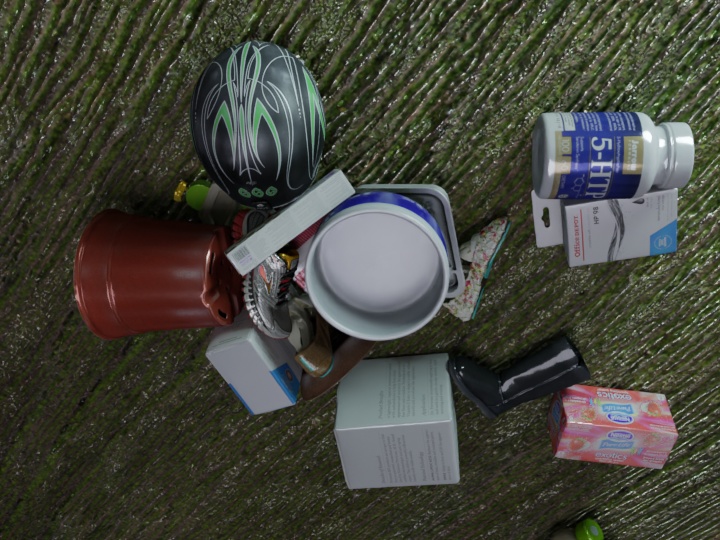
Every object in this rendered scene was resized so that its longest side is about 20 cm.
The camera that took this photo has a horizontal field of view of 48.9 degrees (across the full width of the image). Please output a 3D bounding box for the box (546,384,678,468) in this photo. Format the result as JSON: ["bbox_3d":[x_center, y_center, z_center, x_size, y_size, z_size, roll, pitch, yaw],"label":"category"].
[{"bbox_3d":[0.448,0.279,1.421,0.199,0.103,0.095,7,127,-1],"label":"box"}]

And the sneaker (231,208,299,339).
[{"bbox_3d":[-0.129,0.006,1.163,0.082,0.078,0.201,-6,105,19],"label":"sneaker"}]

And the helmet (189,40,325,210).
[{"bbox_3d":[-0.137,-0.201,1.062,0.199,0.201,0.191,-2,143,5],"label":"helmet"}]

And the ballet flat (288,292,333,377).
[{"bbox_3d":[-0.087,0.084,1.245,0.072,0.200,0.068,34,118,-28],"label":"ballet flat"}]

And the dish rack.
[{"bbox_3d":[0.074,-0.051,1.215,0.171,0.044,0.200,4,129,26],"label":"dish rack"}]

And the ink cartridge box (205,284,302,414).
[{"bbox_3d":[-0.155,0.104,1.267,0.086,0.200,0.147,-19,123,18],"label":"ink cartridge box"}]

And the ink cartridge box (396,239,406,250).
[{"bbox_3d":[0.000,0.000,1.237,0.199,0.048,0.146,0,127,26],"label":"ink cartridge box"}]

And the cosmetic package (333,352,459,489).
[{"bbox_3d":[0.067,0.265,1.395,0.199,0.165,0.165,-5,126,8],"label":"cosmetic package"}]

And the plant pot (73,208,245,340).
[{"bbox_3d":[-0.285,0.006,1.184,0.194,0.201,0.201,0,127,16],"label":"plant pot"}]

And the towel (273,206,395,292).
[{"bbox_3d":[-0.060,-0.024,1.192,0.200,0.023,0.144,44,127,-11],"label":"towel"}]

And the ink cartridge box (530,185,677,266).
[{"bbox_3d":[0.364,-0.075,1.187,0.199,0.067,0.116,-9,126,10],"label":"ink cartridge box"}]

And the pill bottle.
[{"bbox_3d":[0.345,-0.159,1.095,0.199,0.120,0.120,0,126,3],"label":"pill bottle"}]

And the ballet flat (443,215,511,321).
[{"bbox_3d":[0.177,-0.004,1.251,0.064,0.076,0.201,21,123,7],"label":"ballet flat"}]

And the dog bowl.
[{"bbox_3d":[0.025,-0.007,1.116,0.199,0.079,0.201,2,114,4],"label":"dog bowl"}]

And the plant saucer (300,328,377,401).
[{"bbox_3d":[-0.033,0.127,1.287,0.200,0.200,0.037,-39,99,27],"label":"plant saucer"}]

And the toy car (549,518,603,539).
[{"bbox_3d":[0.500,0.617,1.673,0.199,0.158,0.164,7,137,-39],"label":"toy car"}]

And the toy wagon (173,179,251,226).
[{"bbox_3d":[-0.187,-0.094,1.224,0.199,0.040,0.155,23,124,-12],"label":"toy wagon"}]

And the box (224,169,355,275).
[{"bbox_3d":[-0.100,-0.068,1.109,0.200,0.039,0.041,-38,107,-7],"label":"box"}]

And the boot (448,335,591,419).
[{"bbox_3d":[0.275,0.169,1.371,0.200,0.066,0.165,-27,129,25],"label":"boot"}]
